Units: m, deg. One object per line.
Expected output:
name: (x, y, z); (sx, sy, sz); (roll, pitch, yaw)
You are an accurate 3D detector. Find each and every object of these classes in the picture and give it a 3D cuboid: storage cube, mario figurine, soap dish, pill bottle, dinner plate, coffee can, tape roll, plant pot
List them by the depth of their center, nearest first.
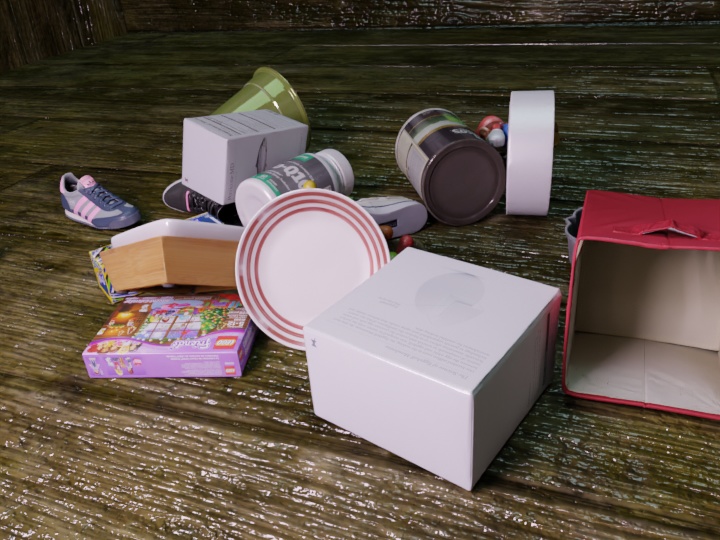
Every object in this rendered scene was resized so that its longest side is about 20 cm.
storage cube: (0.315, 0.026, 0.713); (0.168, 0.203, 0.180); (6, 24, 20)
dinner plate: (-0.059, -0.001, 0.830); (0.196, 0.204, 0.024); (-3, 6, 4)
soap dish: (-0.236, -0.011, 0.883); (0.156, 0.083, 0.198); (4, -7, -41)
tape roll: (0.280, -0.194, 1.096); (0.070, 0.205, 0.203); (2, 30, 14)
pill bottle: (-0.108, -0.134, 1.141); (0.112, 0.115, 0.199); (18, 36, 35)
coffee can: (0.151, -0.187, 1.160); (0.144, 0.149, 0.201); (-9, 29, -7)
mario figurine: (0.292, -0.242, 1.288); (0.106, 0.123, 0.199); (-50, 22, -12)
plant pot: (-0.238, -0.295, 1.405); (0.189, 0.202, 0.199); (-37, 41, -25)

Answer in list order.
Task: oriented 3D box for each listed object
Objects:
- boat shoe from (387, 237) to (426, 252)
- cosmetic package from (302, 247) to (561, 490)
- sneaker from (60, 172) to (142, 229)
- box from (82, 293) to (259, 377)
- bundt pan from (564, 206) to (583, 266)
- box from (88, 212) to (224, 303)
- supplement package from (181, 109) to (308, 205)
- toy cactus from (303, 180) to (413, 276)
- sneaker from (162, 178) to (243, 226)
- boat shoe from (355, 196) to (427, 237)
boat shoe: (0.000, -0.001, 0.949); (0.197, 0.073, 0.068); (-10, -5, 9)
cosmetic package: (0.079, 0.090, 0.705); (0.197, 0.125, 0.199); (17, 35, 34)
sneaker: (-0.490, -0.131, 1.227); (0.197, 0.083, 0.070); (12, 33, 28)
box: (-0.234, 0.081, 0.855); (0.196, 0.040, 0.137); (-2, 30, 6)
bundt pan: (0.379, -0.023, 0.904); (0.198, 0.077, 0.203); (-4, 28, 2)
box: (-0.307, -0.024, 1.028); (0.198, 0.065, 0.070); (-24, 34, -29)
supplement package: (-0.202, -0.205, 1.167); (0.116, 0.119, 0.199); (27, 32, 30)
toy cactus: (-0.042, -0.019, 0.883); (0.197, 0.167, 0.102); (23, 3, 6)
sneaker: (-0.273, -0.122, 1.189); (0.196, 0.072, 0.099); (3, 25, 6)
boat shoe: (0.011, -0.086, 1.082); (0.197, 0.072, 0.070); (-15, 31, -24)
